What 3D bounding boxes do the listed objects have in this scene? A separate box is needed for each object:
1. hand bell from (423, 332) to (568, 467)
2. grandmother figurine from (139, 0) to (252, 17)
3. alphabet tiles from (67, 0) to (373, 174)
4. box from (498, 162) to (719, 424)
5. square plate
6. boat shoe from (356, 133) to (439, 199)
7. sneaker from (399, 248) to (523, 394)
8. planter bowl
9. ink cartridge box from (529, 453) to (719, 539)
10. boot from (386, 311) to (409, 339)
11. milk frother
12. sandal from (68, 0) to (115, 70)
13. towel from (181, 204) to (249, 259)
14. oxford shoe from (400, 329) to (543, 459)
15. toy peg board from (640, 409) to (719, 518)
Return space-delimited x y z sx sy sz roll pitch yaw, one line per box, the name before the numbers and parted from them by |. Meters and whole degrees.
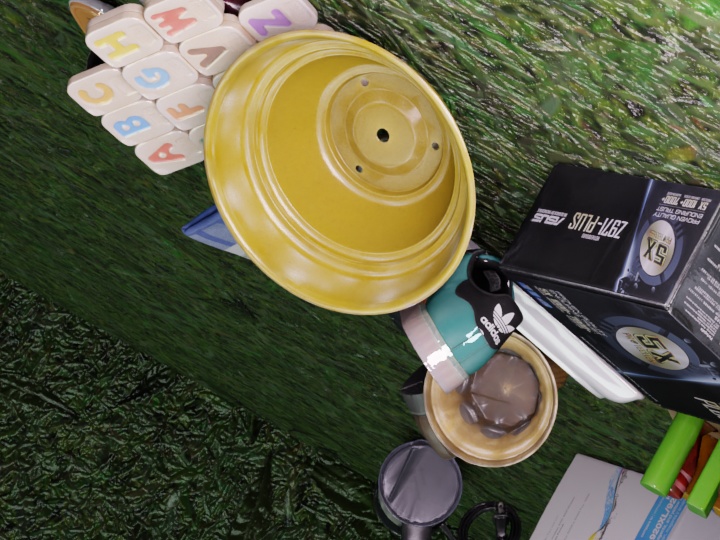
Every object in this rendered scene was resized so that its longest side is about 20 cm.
hand bell | 0.130 0.085 1.570 0.104 0.105 0.200 27 -166 17
grandmother figurine | -0.096 -0.167 1.392 0.121 0.061 0.200 -8 146 26
alphabet tiles | -0.096 -0.125 1.384 0.195 0.015 0.200 -18 142 26
box | 0.218 0.026 1.324 0.200 0.086 0.163 39 166 -35
square plate | 0.137 0.038 1.532 0.198 0.028 0.200 40 -176 8
boat shoe | 0.017 -0.064 1.483 0.068 0.075 0.200 24 169 2
sneaker | 0.069 0.019 1.390 0.072 0.080 0.200 56 -175 -20
planter bowl | 0.001 -0.078 1.340 0.199 0.083 0.202 12 119 23
ink cartridge box | 0.304 0.310 2.165 0.147 0.145 0.200 38 166 -31
boot | 0.000 0.000 1.598 0.199 0.066 0.165 25 175 -24
milk frother | 0.126 0.329 2.801 0.199 0.182 0.188 -13 169 -4
sandal | -0.202 -0.160 1.664 0.079 0.059 0.207 25 167 26
towel | -0.031 -0.027 1.675 0.199 0.024 0.147 18 156 -27
oxford shoe | 0.107 0.094 1.660 0.072 0.200 0.085 -9 109 43
toy peg board | 0.335 0.189 1.697 0.199 0.098 0.199 26 167 25
